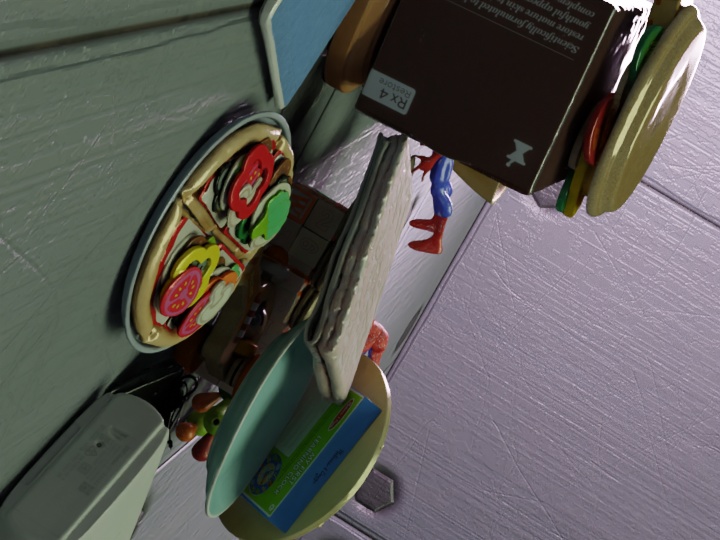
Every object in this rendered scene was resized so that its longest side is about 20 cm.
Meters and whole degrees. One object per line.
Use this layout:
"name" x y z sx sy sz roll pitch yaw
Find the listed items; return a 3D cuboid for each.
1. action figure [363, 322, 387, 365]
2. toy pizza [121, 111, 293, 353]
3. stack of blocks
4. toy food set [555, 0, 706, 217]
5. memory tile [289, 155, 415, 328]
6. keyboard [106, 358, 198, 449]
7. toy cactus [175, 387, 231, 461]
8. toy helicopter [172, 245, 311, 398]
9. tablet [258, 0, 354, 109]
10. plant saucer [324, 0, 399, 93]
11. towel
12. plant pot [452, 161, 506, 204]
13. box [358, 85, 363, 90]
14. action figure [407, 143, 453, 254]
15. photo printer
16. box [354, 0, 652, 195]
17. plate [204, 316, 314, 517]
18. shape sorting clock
"action figure" -0.016 0.086 1.628 0.052 0.065 0.200 -50 172 -30
"toy pizza" -0.102 -0.023 1.222 0.200 0.032 0.200 -52 162 -24
"stack of blocks" -0.079 0.020 1.562 0.200 0.059 0.115 -60 174 5
"toy food set" 0.227 -0.135 1.392 0.198 0.049 0.200 -52 163 -37
"memory tile" -0.004 -0.027 1.587 0.153 0.017 0.200 -62 173 25
"keyboard" -0.199 0.139 1.401 0.104 0.040 0.200 -22 150 -39
"toy cactus" -0.108 0.112 1.693 0.200 0.102 0.165 -12 123 -69
"toy helicopter" -0.092 0.018 1.416 0.132 0.079 0.200 -56 168 -26
"tablet" -0.031 -0.196 1.186 0.130 0.014 0.200 -58 174 -10
"plant saucer" 0.035 -0.235 1.403 0.200 0.032 0.200 -57 174 -10
"towel" 0.000 0.000 1.421 0.191 0.032 0.200 80 28 -73
"plant pot" 0.134 -0.193 1.818 0.200 0.142 0.200 -58 174 -10
"box" 0.078 -0.238 1.575 0.200 0.060 0.117 -59 173 4
"action figure" 0.077 -0.113 1.594 0.065 0.052 0.200 -76 180 -57
"photo printer" -0.228 0.209 1.285 0.166 0.069 0.200 -51 169 -48
"box" 0.126 -0.177 1.395 0.164 0.166 0.200 -66 166 16
"plate" -0.085 0.116 1.419 0.200 0.026 0.200 -59 170 -17
"shape sorting clock" -0.053 0.159 1.517 0.200 0.039 0.200 -32 -146 25
